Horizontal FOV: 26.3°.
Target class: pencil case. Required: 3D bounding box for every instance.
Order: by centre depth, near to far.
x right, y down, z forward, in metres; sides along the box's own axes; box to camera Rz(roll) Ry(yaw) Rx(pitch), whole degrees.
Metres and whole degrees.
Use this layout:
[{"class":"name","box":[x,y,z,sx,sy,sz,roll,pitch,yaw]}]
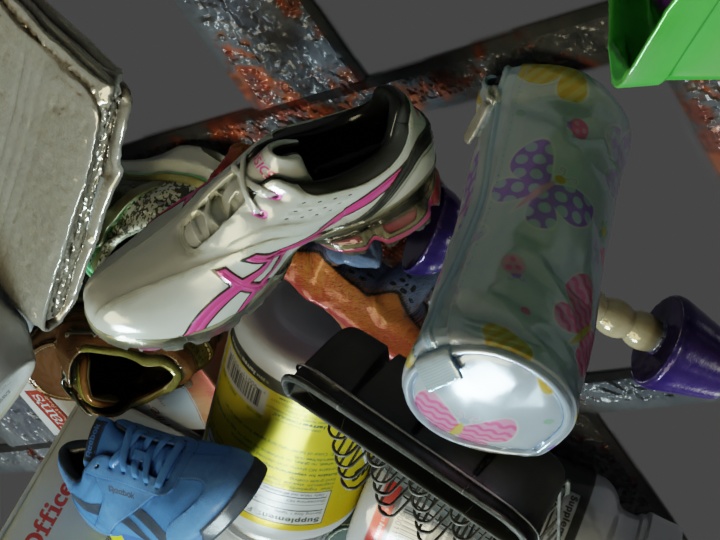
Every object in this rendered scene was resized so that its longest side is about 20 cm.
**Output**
[{"class":"pencil case","box":[0.079,-0.010,0.756,0.083,0.201,0.091,-9,136,31]}]

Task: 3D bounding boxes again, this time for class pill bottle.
[{"class":"pill bottle","box":[-0.042,0.099,0.992,0.112,0.113,0.201,23,129,7]},{"class":"pill bottle","box":[0.100,0.172,1.015,0.199,0.116,0.116,23,142,6]}]

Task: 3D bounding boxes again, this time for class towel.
[{"class":"towel","box":[-0.203,-0.073,0.931,0.133,0.034,0.201,44,132,20]}]

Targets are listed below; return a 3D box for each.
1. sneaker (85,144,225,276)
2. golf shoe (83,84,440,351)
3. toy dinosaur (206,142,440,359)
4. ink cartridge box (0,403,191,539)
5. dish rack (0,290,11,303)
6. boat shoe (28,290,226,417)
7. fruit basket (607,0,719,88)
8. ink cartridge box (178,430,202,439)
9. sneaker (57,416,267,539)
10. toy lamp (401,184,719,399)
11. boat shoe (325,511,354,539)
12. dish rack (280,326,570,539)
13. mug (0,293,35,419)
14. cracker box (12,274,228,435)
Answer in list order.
[{"class":"sneaker","box":[-0.157,-0.023,0.975,0.199,0.089,0.077,-10,129,39]},{"class":"golf shoe","box":[-0.055,-0.032,0.781,0.073,0.199,0.092,56,170,33]},{"class":"toy dinosaur","box":[0.000,0.000,0.864,0.180,0.201,0.105,10,134,-29]},{"class":"ink cartridge box","box":[-0.141,0.197,1.081,0.199,0.145,0.084,28,147,-3]},{"class":"dish rack","box":[-0.307,-0.009,1.068,0.171,0.044,0.201,8,107,23]},{"class":"boat shoe","box":[-0.168,0.056,0.996,0.072,0.068,0.199,43,141,-22]},{"class":"fruit basket","box":[0.123,-0.186,0.581,0.214,0.156,0.216,4,144,3]},{"class":"ink cartridge box","box":[-0.135,0.230,1.204,0.199,0.145,0.147,30,146,-1]},{"class":"sneaker","box":[-0.132,0.127,0.951,0.079,0.066,0.200,49,150,-17]},{"class":"toy lamp","box":[0.121,0.018,0.856,0.199,0.058,0.058,23,144,-12]},{"class":"boat shoe","box":[0.054,0.237,1.142,0.199,0.062,0.073,31,107,-10]},{"class":"dish rack","box":[0.043,0.116,0.834,0.153,0.055,0.200,33,160,22]},{"class":"mug","box":[-0.300,0.055,0.986,0.153,0.149,0.187,37,119,2]},{"class":"cracker box","box":[-0.178,0.052,1.100,0.199,0.058,0.134,-7,130,38]}]
